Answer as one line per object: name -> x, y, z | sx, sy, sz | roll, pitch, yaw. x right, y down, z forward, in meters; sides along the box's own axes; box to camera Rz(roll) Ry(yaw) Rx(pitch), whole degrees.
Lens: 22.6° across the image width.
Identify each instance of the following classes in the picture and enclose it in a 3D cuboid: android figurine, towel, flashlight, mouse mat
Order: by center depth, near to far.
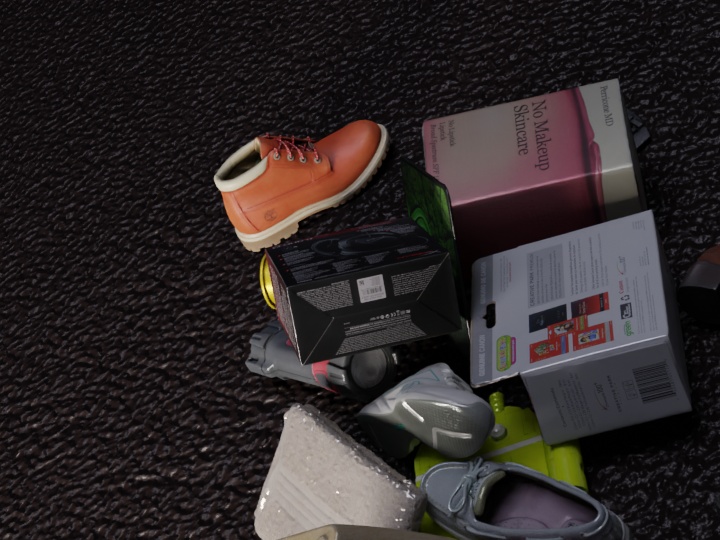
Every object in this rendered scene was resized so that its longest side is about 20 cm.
android figurine -> 0.109, 0.190, 1.559 | 0.181, 0.041, 0.201 | -19, 43, 16
towel -> -0.023, 0.211, 1.570 | 0.200, 0.034, 0.134 | 31, 108, 48
mouse mat -> 0.069, -0.015, 1.665 | 0.007, 0.163, 0.200 | -11, 14, -7
flashlight -> -0.036, 0.080, 1.715 | 0.200, 0.067, 0.069 | 11, 89, 62

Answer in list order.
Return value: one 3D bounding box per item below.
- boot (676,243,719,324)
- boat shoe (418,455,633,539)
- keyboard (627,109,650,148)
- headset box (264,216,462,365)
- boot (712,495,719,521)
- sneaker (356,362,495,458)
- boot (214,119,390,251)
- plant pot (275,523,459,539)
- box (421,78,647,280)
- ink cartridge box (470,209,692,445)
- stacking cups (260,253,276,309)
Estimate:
boot -> 0.403, -0.020, 1.588 | 0.187, 0.069, 0.200 | 8, 46, 47
boat shoe -> 0.127, 0.191, 1.469 | 0.201, 0.065, 0.075 | 17, 62, 41
keyboard -> 0.189, -0.106, 1.829 | 0.200, 0.021, 0.127 | -39, 40, -10
headset box -> -0.003, 0.013, 1.645 | 0.147, 0.078, 0.200 | -12, 12, -7
boot -> 0.365, 0.207, 1.358 | 0.131, 0.070, 0.201 | -27, 43, -3
sneaker -> 0.065, 0.113, 1.559 | 0.080, 0.071, 0.200 | -45, 14, -20
boot -> -0.062, -0.115, 1.935 | 0.199, 0.108, 0.075 | -34, 38, -6
plant pot -> -0.011, 0.294, 1.353 | 0.199, 0.177, 0.202 | -22, 47, 40
box -> 0.168, -0.086, 1.727 | 0.198, 0.109, 0.129 | -12, 46, 11
ink cartridge box -> 0.190, 0.052, 1.581 | 0.174, 0.084, 0.201 | -15, 31, 14
stacking cups -> 0.000, 0.000, 1.821 | 0.198, 0.061, 0.061 | -6, 45, 20
